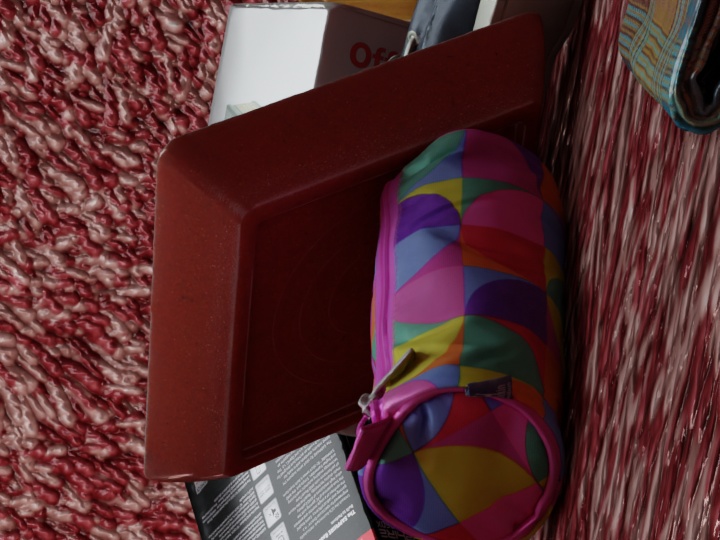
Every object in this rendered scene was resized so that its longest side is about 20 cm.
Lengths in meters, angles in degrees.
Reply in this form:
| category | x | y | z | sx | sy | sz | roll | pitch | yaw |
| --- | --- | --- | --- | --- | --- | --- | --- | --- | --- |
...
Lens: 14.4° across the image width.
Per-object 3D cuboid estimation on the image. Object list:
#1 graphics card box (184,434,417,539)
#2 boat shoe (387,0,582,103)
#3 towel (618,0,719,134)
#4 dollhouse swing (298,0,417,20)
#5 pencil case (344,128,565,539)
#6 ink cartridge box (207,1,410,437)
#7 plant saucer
| category | x | y | z | sx | sy | sz | roll | pitch | yaw |
| --- | --- | --- | --- | --- | --- | --- | --- | --- | --- |
| graphics card box | -0.037 | 0.105 | 1.527 | 0.125 | 0.051 | 0.201 | -46 | 50 | 32 |
| boat shoe | 0.041 | -0.085 | 1.309 | 0.062 | 0.075 | 0.201 | 46 | 130 | 39 |
| towel | 0.111 | -0.125 | 0.924 | 0.200 | 0.022 | 0.147 | -98 | 19 | -80 |
| dollhouse swing | 0.032 | -0.273 | 1.601 | 0.201 | 0.181 | 0.176 | 102 | 156 | -43 |
| pencil case | 0.041 | 0.025 | 1.145 | 0.200 | 0.088 | 0.089 | -84 | 5 | -58 |
| ink cartridge box | -0.004 | -0.020 | 1.404 | 0.084 | 0.146 | 0.201 | 7 | 86 | 48 |
| plant saucer | 0.000 | 0.000 | 1.266 | 0.037 | 0.199 | 0.200 | 46 | 145 | 37 |
